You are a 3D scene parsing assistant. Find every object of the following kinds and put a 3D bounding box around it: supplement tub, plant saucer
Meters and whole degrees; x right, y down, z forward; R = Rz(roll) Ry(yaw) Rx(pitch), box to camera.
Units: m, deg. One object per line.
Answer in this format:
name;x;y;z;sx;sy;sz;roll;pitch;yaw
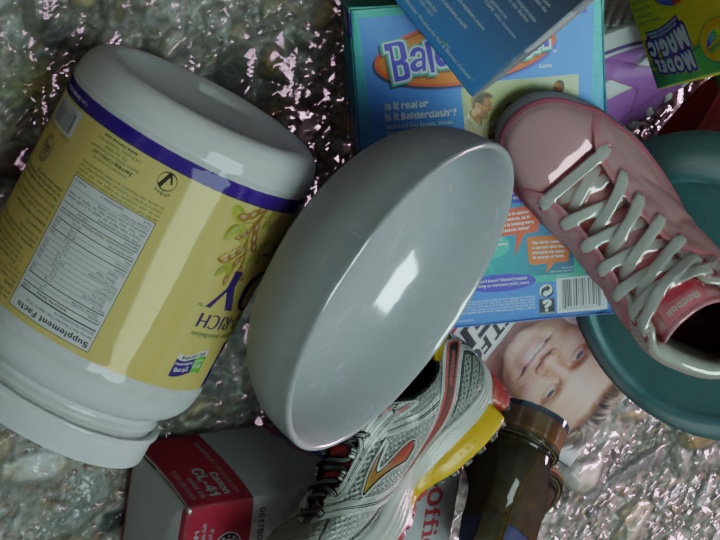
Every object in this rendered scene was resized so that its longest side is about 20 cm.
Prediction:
supplement tub;-0.129;-0.007;1.391;0.145;0.145;0.200;19;105;-39
plant saucer;0.210;0.015;1.529;0.027;0.200;0.201;-30;136;-53

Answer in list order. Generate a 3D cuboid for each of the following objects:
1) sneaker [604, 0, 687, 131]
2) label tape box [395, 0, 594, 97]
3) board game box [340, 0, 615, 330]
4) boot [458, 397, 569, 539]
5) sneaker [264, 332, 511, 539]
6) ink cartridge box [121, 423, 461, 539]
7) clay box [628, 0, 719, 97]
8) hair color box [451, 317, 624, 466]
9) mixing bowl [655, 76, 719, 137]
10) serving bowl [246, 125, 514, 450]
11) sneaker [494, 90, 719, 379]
sneaker;0.174;-0.122;1.577;0.200;0.073;0.115;-15;125;-13
label tape box;0.087;-0.207;1.353;0.200;0.143;0.066;-39;179;44
board game box;0.070;-0.068;1.490;0.152;0.045;0.201;-5;107;-5
boot;0.085;0.157;1.622;0.200;0.075;0.097;87;23;-67
sneaker;-0.002;0.112;1.501;0.200;0.078;0.082;-47;118;-23
ink cartridge box;-0.047;0.176;1.593;0.200;0.086;0.148;-6;119;-29
clay box;0.193;-0.186;1.460;0.048;0.115;0.200;-19;93;-21
hair color box;0.092;0.039;1.619;0.200;0.061;0.100;33;97;-42
mixing bowl;0.241;-0.055;1.598;0.108;0.200;0.200;37;94;-8
serving bowl;0.000;0.000;1.397;0.200;0.066;0.200;-46;157;-26
sneaker;0.158;-0.017;1.438;0.075;0.105;0.200;-40;104;6
